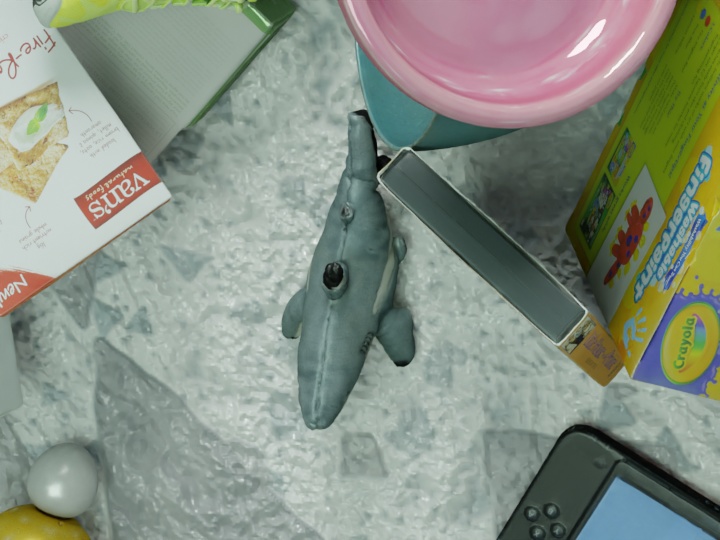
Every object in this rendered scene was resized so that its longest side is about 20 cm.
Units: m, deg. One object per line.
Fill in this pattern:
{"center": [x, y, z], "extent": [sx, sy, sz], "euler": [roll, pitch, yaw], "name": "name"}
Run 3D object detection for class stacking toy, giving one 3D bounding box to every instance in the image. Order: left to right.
{"center": [-0.230, 0.211, 1.876], "extent": [0.146, 0.146, 0.201], "euler": [20, 97, 12], "name": "stacking toy"}

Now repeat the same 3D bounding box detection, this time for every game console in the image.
{"center": [0.166, 0.228, 1.718], "extent": [0.200, 0.119, 0.173], "euler": [32, 118, 6], "name": "game console"}

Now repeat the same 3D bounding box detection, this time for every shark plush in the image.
{"center": [0.000, 0.000, 1.713], "extent": [0.091, 0.083, 0.200], "euler": [25, 116, 10], "name": "shark plush"}

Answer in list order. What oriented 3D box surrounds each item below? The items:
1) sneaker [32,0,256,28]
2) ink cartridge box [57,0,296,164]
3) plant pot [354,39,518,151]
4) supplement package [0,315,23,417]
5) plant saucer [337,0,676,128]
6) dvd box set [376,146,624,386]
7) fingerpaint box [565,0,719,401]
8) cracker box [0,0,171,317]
{"center": [-0.101, -0.188, 1.636], "extent": [0.200, 0.075, 0.077], "euler": [-25, 85, -6], "name": "sneaker"}
{"center": [-0.157, -0.144, 1.738], "extent": [0.146, 0.048, 0.200], "euler": [44, 120, 1], "name": "ink cartridge box"}
{"center": [0.088, -0.168, 1.576], "extent": [0.134, 0.200, 0.201], "euler": [0, 114, -17], "name": "plant pot"}
{"center": [-0.315, 0.008, 1.797], "extent": [0.117, 0.117, 0.201], "euler": [10, 115, 41], "name": "supplement package"}
{"center": [0.074, -0.177, 1.439], "extent": [0.200, 0.051, 0.201], "euler": [-2, 97, -19], "name": "plant saucer"}
{"center": [0.088, 0.001, 1.607], "extent": [0.146, 0.200, 0.029], "euler": [43, 92, 16], "name": "dvd box set"}
{"center": [0.206, -0.054, 1.565], "extent": [0.073, 0.167, 0.200], "euler": [14, 118, -19], "name": "fingerpaint box"}
{"center": [-0.227, -0.089, 1.695], "extent": [0.134, 0.058, 0.200], "euler": [-36, 96, -4], "name": "cracker box"}
